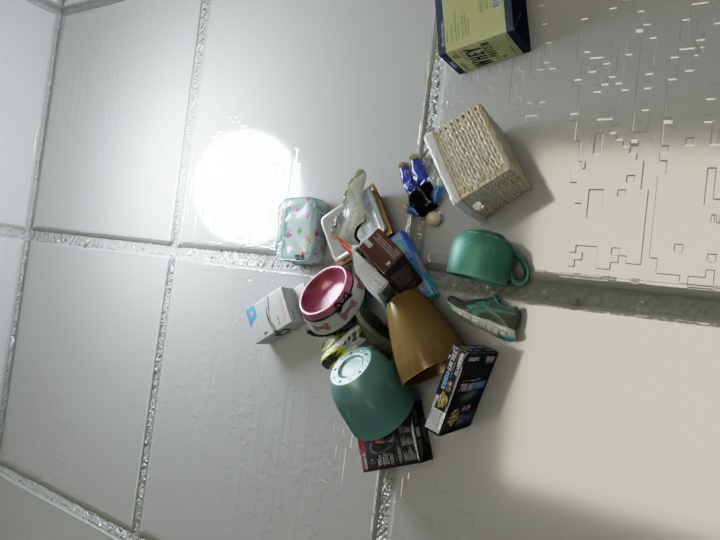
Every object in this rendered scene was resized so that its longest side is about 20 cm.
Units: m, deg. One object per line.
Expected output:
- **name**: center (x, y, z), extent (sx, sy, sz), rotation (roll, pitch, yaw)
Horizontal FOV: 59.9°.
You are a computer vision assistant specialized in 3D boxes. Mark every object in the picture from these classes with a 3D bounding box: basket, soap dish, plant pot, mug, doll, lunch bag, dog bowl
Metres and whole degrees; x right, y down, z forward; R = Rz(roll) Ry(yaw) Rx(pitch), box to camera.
- **basket**: center (0.281, -0.256, 1.497), extent (0.159, 0.197, 0.203), rotation (-31, 68, 22)
- **soap dish**: center (-0.006, -0.122, 1.739), extent (0.198, 0.081, 0.160), rotation (-31, 68, 27)
- **plant pot**: center (0.016, 0.293, 1.568), extent (0.198, 0.162, 0.202), rotation (-28, 27, 15)
- **mug**: center (0.301, -0.031, 1.496), extent (0.151, 0.182, 0.117), rotation (11, 87, 58)
- **doll**: center (0.164, -0.210, 1.655), extent (0.135, 0.048, 0.204), rotation (-30, 68, 28)
- **lunch bag**: center (-0.181, -0.115, 1.858), extent (0.158, 0.077, 0.205), rotation (3, 86, 34)
- **dog bowl**: center (-0.083, 0.074, 1.701), extent (0.198, 0.074, 0.202), rotation (-27, 36, 22)
- **plant pot**: center (0.145, 0.155, 1.537), extent (0.185, 0.185, 0.203), rotation (-34, 69, 25)

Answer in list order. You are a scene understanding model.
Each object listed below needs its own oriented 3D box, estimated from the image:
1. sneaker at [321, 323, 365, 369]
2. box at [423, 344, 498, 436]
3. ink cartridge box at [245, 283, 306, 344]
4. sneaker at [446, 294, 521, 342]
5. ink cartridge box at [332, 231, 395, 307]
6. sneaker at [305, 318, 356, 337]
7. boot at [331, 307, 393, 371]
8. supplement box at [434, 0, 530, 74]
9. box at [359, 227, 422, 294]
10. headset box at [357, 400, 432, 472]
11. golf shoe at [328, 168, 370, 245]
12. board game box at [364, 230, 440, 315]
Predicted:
- **sneaker**: center (-0.038, 0.184, 1.728), extent (0.199, 0.075, 0.085), rotation (-38, 37, 10)
- **box**: center (0.238, 0.274, 1.457), extent (0.049, 0.199, 0.202), rotation (24, 97, 31)
- **ink cartridge box**: center (-0.244, 0.128, 1.877), extent (0.198, 0.066, 0.118), rotation (-32, 67, 27)
- **sneaker**: center (0.304, 0.096, 1.522), extent (0.198, 0.078, 0.092), rotation (26, 83, 30)
- **ink cartridge box**: center (0.000, 0.000, 1.598), extent (0.199, 0.160, 0.047), rotation (42, 86, 18)
- **sneaker**: center (-0.075, 0.126, 1.774), extent (0.198, 0.075, 0.081), rotation (-28, 52, 25)
- **boot**: center (-0.006, 0.215, 1.669), extent (0.199, 0.073, 0.182), rotation (-38, 107, 26)
- **supplement box**: center (0.303, -0.635, 1.561), extent (0.196, 0.133, 0.205), rotation (-8, 80, 32)
- **box**: center (0.078, -0.014, 1.542), extent (0.075, 0.200, 0.100), rotation (-44, 63, 1)
- **headset box**: center (0.074, 0.433, 1.622), extent (0.197, 0.074, 0.152), rotation (-21, 73, 30)
- **golf shoe**: center (-0.007, -0.165, 1.667), extent (0.096, 0.078, 0.204), rotation (23, 102, 16)
- **board game box**: center (0.104, 0.021, 1.670), extent (0.151, 0.045, 0.203), rotation (-37, 65, 24)
